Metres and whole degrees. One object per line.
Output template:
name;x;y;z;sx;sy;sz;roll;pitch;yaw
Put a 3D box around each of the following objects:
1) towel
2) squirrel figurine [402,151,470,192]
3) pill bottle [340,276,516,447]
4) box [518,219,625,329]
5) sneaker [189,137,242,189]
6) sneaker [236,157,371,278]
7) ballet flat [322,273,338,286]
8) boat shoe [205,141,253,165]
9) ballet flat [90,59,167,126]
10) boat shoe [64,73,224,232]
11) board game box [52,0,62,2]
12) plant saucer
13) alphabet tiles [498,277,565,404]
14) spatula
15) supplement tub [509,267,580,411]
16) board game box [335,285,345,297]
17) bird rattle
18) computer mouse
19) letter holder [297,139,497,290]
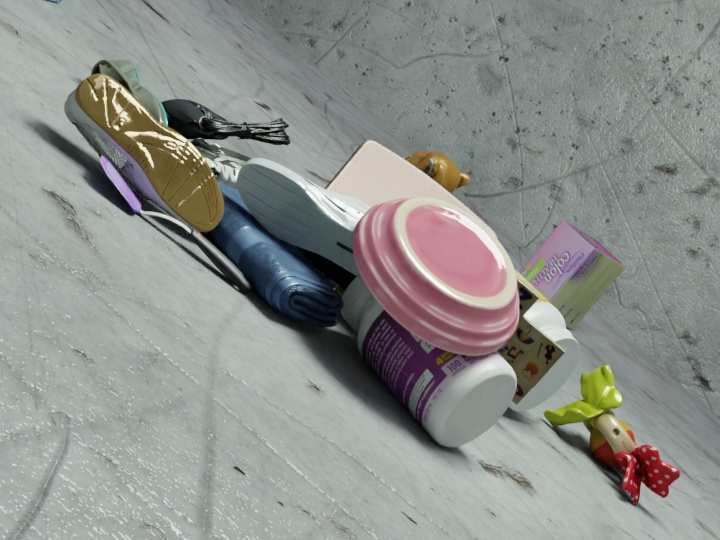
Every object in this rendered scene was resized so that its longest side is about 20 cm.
towel;-0.107;-0.018;1.454;0.200;0.049;0.111;48;14;34
squirrel figurine;0.089;-0.070;1.952;0.141;0.187;0.200;28;15;-45
pill bottle;0.066;0.084;1.454;0.200;0.113;0.112;46;13;33
box;0.426;0.012;2.792;0.097;0.176;0.200;45;13;29
sneaker;-0.171;-0.111;1.567;0.091;0.067;0.200;47;15;27
sneaker;-0.042;-0.058;1.462;0.199;0.073;0.071;34;28;-4
ballet flat;0.000;0.000;1.712;0.199;0.074;0.074;28;15;-31
boat shoe;-0.137;-0.117;1.694;0.199;0.073;0.063;18;27;-52
ballet flat;-0.279;-0.193;1.594;0.063;0.068;0.200;2;27;-24
boat shoe;-0.224;-0.116;1.403;0.200;0.071;0.069;48;-35;-17
board game box;-0.510;-0.460;1.899;0.200;0.045;0.152;41;11;3
plant saucer;0.088;-0.005;1.408;0.199;0.051;0.201;23;38;-19
alphabet tiles;0.144;0.067;1.656;0.200;0.168;0.008;40;30;3
spatula;-0.186;-0.044;1.362;0.200;0.021;0.057;38;7;-11
supplement tub;0.180;0.074;1.787;0.200;0.145;0.144;46;13;35
board game box;0.053;0.094;1.596;0.200;0.030;0.095;43;13;30
bird rattle;0.361;0.235;1.891;0.200;0.113;0.163;46;-4;18
computer mouse;-0.169;-0.177;1.605;0.139;0.047;0.199;2;4;-33
letter holder;0.042;-0.037;1.597;0.199;0.101;0.142;37;52;0
